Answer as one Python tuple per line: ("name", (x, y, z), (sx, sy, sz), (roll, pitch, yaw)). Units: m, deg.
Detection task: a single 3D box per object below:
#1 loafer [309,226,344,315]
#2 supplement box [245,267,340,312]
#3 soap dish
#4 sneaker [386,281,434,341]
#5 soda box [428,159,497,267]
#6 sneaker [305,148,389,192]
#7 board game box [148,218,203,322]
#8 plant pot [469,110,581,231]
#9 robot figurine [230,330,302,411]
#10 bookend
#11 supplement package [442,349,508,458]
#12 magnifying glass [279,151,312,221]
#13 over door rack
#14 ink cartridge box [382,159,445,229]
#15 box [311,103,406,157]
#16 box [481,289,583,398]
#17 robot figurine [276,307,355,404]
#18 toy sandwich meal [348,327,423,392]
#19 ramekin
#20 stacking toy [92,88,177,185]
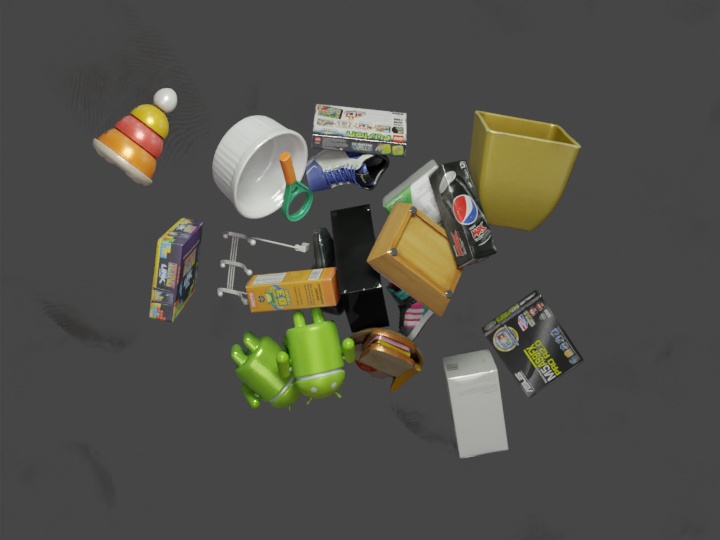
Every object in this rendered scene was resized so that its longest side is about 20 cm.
("loafer", (-0.087, 0.004, 1.711), (0.071, 0.073, 0.205), (-1, 107, 26))
("supplement box", (-0.143, 0.043, 1.643), (0.195, 0.069, 0.068), (-5, 113, 16))
("soap dish", (0.126, -0.028, 1.575), (0.198, 0.081, 0.159), (36, 61, -13))
("sneaker", (0.100, 0.082, 1.731), (0.120, 0.084, 0.202), (35, 111, -3))
("soda box", (0.206, -0.115, 1.555), (0.062, 0.071, 0.205), (-14, 80, -25))
("sneaker", (-0.022, -0.215, 1.616), (0.195, 0.116, 0.082), (-20, 123, 6))
("board game box", (-0.390, -0.005, 1.637), (0.055, 0.201, 0.169), (11, 107, -2))
("plant pot", (0.321, -0.200, 1.602), (0.189, 0.196, 0.205), (9, 113, -3))
("robot figurine", (-0.206, 0.230, 1.752), (0.200, 0.116, 0.176), (43, 90, -12))
("bookend", (0.000, 0.000, 1.687), (0.090, 0.203, 0.201), (-9, 151, 2))
("supplement package", (0.264, 0.308, 1.778), (0.117, 0.122, 0.205), (-10, 106, 3))
("magnifying glass", (-0.141, -0.175, 1.614), (0.022, 0.202, 0.079), (37, 69, 26))
("over door rack", (-0.218, 0.001, 1.711), (0.195, 0.067, 0.151), (9, 107, -3))
("ink cartridge box", (0.161, -0.113, 1.673), (0.145, 0.083, 0.201), (-35, 104, 9))
("box", (-0.002, -0.293, 1.603), (0.194, 0.112, 0.035), (6, 136, -2))
("box", (0.399, 0.172, 1.780), (0.159, 0.044, 0.202), (-35, 104, 8))
("robot figurine", (-0.098, 0.184, 1.679), (0.171, 0.116, 0.205), (-11, 87, -7))
("toy sandwich meal", (0.054, 0.202, 1.723), (0.200, 0.071, 0.207), (11, 143, 9))
("ramekin", (-0.211, -0.218, 1.580), (0.097, 0.199, 0.203), (37, 105, 26))
("stacking toy", (-0.451, -0.295, 1.610), (0.145, 0.146, 0.202), (35, 84, -11))
